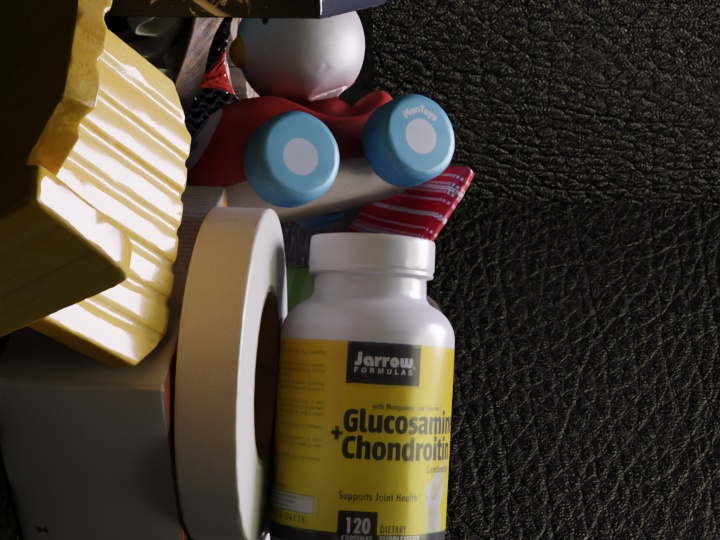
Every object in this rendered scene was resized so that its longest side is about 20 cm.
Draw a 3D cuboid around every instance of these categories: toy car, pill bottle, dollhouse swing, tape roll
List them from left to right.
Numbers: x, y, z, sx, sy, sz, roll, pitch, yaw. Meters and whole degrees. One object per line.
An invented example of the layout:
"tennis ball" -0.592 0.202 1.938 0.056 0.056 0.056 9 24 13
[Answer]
"dollhouse swing" -0.107 -0.068 0.590 0.175 0.181 0.201 25 58 -39
"tape roll" -0.074 0.062 0.762 0.203 0.037 0.204 2 90 -86
"toy car" -0.055 -0.137 0.918 0.184 0.176 0.201 -20 -97 62
"pill bottle" 0.002 0.080 0.801 0.112 0.111 0.202 42 51 -84

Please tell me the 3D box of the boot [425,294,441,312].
"boot" 0.009 0.088 0.957 0.200 0.073 0.076 -64 175 -49

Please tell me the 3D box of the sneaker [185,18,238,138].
"sneaker" -0.139 -0.165 0.999 0.093 0.070 0.201 21 -54 60

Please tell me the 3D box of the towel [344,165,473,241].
"towel" 0.000 0.000 0.955 0.201 0.022 0.145 -56 -160 -4

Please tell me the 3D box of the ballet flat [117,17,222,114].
"ballet flat" -0.136 -0.166 0.871 0.067 0.068 0.200 -27 161 -38

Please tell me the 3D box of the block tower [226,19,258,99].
"block tower" -0.127 -0.192 1.130 0.200 0.057 0.054 86 7 -65

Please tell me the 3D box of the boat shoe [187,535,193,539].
"boat shoe" -0.128 0.207 0.991 0.093 0.074 0.201 98 -2 -59

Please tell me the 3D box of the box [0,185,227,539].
"box" -0.139 0.051 0.767 0.201 0.097 0.125 -82 173 -54

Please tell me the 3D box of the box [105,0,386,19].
"box" -0.087 -0.242 0.684 0.104 0.181 0.201 -38 129 -64

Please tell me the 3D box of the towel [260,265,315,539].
"towel" -0.088 0.088 0.908 0.031 0.148 0.201 44 58 -46

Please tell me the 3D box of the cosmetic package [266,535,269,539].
"cosmetic package" -0.109 0.274 1.258 0.200 0.074 0.102 82 24 -68
